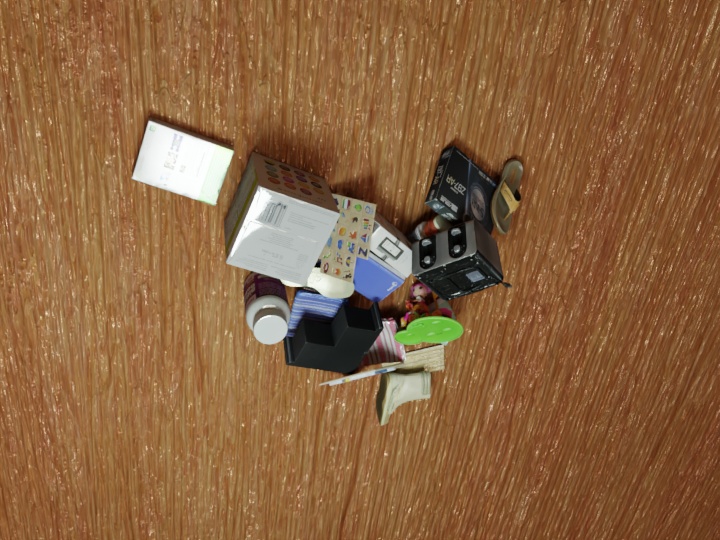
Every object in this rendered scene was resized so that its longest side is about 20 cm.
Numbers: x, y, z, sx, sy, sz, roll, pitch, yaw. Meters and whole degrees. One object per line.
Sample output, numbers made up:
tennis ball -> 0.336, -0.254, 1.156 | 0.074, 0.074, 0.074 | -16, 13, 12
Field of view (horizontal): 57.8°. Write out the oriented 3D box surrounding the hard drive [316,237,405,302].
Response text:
hard drive -> 0.000, 0.000, 1.681 | 0.198, 0.026, 0.132 | 33, 137, -16

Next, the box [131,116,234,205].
box -> -0.404, -0.246, 1.488 | 0.197, 0.036, 0.146 | 18, 113, -21

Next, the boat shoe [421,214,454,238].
boat shoe -> 0.240, -0.109, 1.680 | 0.198, 0.072, 0.062 | -7, 155, -42

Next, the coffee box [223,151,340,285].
coffee box -> -0.190, -0.121, 1.516 | 0.197, 0.199, 0.202 | 17, 115, -23

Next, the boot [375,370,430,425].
boot -> 0.129, 0.381, 1.951 | 0.152, 0.072, 0.203 | -3, 127, -17

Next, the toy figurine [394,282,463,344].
toy figurine -> 0.179, 0.086, 1.755 | 0.198, 0.187, 0.149 | -22, 142, 36

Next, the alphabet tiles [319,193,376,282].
alphabet tiles -> -0.046, -0.079, 1.595 | 0.008, 0.165, 0.204 | -14, 117, -57

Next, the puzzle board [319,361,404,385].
puzzle board -> 0.004, 0.289, 1.800 | 0.198, 0.018, 0.150 | -21, 169, 34

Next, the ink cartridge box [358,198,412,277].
ink cartridge box -> 0.056, -0.083, 1.649 | 0.199, 0.116, 0.068 | 37, 105, -28

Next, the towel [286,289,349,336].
towel -> -0.120, 0.138, 1.753 | 0.142, 0.024, 0.202 | 10, 129, -11

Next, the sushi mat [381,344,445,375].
sushi mat -> 0.159, 0.278, 1.939 | 0.196, 0.012, 0.097 | -12, 120, -7

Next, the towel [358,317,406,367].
towel -> 0.019, 0.207, 1.818 | 0.196, 0.030, 0.148 | -10, 120, 15

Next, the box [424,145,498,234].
box -> 0.263, -0.187, 1.633 | 0.199, 0.043, 0.162 | 34, 65, -28

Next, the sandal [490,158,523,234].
sandal -> 0.381, -0.191, 1.655 | 0.080, 0.054, 0.203 | 28, 75, -35

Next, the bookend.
bookend -> -0.074, 0.164, 1.693 | 0.197, 0.093, 0.200 | 11, 131, -24

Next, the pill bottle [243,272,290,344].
pill bottle -> -0.233, 0.091, 1.623 | 0.110, 0.201, 0.114 | -6, 120, -11

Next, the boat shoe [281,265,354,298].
boat shoe -> -0.112, 0.020, 1.683 | 0.198, 0.063, 0.075 | 13, 103, -10

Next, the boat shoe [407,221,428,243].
boat shoe -> 0.211, -0.072, 1.728 | 0.198, 0.073, 0.067 | 13, 150, -36

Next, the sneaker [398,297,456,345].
sneaker -> 0.182, 0.176, 1.824 | 0.199, 0.074, 0.119 | -35, 83, 5

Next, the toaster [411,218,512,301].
toaster -> 0.244, -0.019, 1.602 | 0.179, 0.120, 0.199 | -20, 144, 30
